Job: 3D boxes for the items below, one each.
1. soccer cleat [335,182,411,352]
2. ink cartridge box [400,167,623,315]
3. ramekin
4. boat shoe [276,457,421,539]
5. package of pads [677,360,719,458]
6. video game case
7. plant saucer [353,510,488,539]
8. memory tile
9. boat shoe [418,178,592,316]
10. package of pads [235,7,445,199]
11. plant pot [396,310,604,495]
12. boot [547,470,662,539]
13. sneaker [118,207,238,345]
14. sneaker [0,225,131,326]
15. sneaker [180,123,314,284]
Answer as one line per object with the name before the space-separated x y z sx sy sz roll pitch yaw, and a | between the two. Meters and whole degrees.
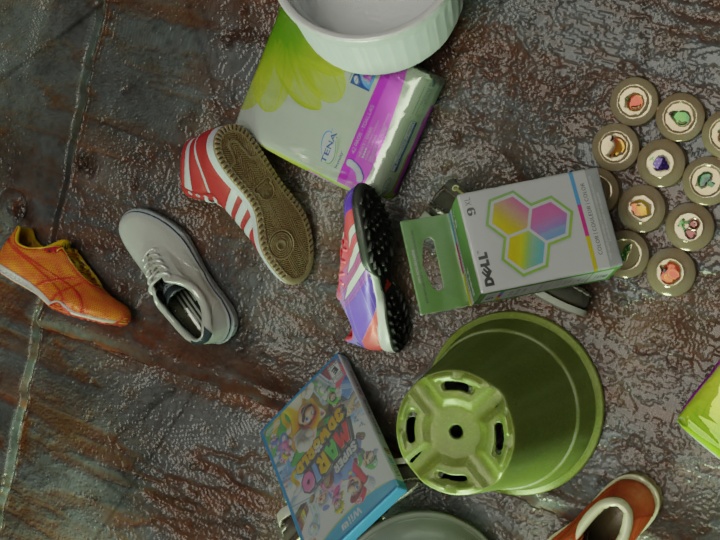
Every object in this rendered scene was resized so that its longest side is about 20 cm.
soccer cleat | 0.000 0.000 1.451 0.073 0.068 0.200 2 121 26
ink cartridge box | 0.148 -0.028 1.339 0.200 0.059 0.104 -11 77 -6
ramekin | 0.015 -0.302 1.401 0.200 0.098 0.201 -4 69 10
boat shoe | -0.009 0.265 1.491 0.200 0.072 0.060 -30 54 27
package of pads | 0.424 0.149 1.289 0.200 0.068 0.155 39 107 18
video game case | -0.034 0.207 1.481 0.143 0.018 0.200 -46 44 20
plant saucer | 0.066 0.358 1.430 0.200 0.050 0.200 -1 96 -9
memory tile | 0.296 -0.085 1.368 0.153 0.017 0.200 25 103 21
boat shoe | 0.158 -0.023 1.404 0.202 0.072 0.060 33 92 11
package of pads | -0.027 -0.179 1.480 0.200 0.068 0.155 28 103 21
plant pot | 0.125 0.149 1.366 0.200 0.190 0.200 2 95 25
boot | 0.223 0.294 1.379 0.075 0.107 0.200 39 109 15
sneaker | -0.221 0.004 1.577 0.200 0.071 0.073 47 110 14
sneaker | -0.359 0.007 1.642 0.200 0.073 0.077 29 95 17
sneaker | -0.132 -0.073 1.534 0.112 0.071 0.200 -1 121 55
